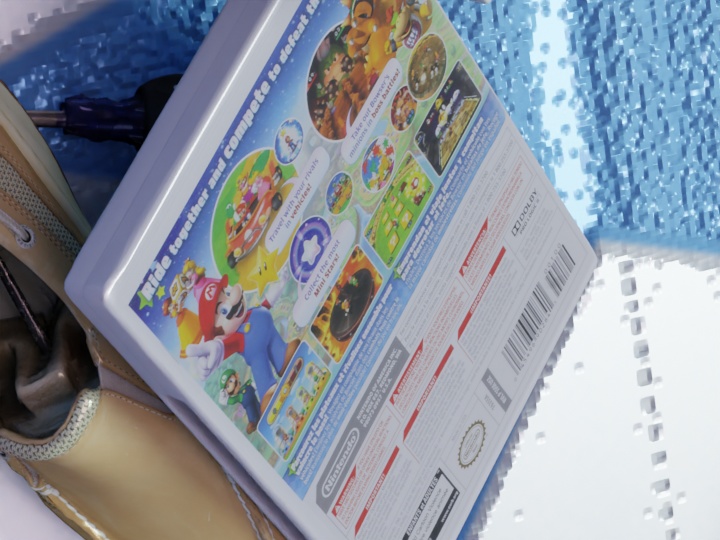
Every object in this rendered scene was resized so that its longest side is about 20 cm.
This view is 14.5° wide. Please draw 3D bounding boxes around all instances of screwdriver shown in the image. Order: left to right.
[{"bbox_3d":[-0.102,-0.048,0.820,0.199,0.028,0.029,5,65,-20],"label":"screwdriver"}]

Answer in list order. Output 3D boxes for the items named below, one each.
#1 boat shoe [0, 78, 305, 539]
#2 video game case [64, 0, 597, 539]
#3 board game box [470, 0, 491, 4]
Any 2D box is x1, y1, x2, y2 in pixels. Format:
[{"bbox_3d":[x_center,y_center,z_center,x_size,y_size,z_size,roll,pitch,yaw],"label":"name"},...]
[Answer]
[{"bbox_3d":[-0.084,0.034,0.794,0.072,0.076,0.200,-33,114,15],"label":"boat shoe"},{"bbox_3d":[0.000,0.000,0.815,0.144,0.018,0.200,-61,143,-20],"label":"video game case"},{"bbox_3d":[-0.041,-0.169,0.737,0.064,0.199,0.148,20,87,-69],"label":"board game box"}]
